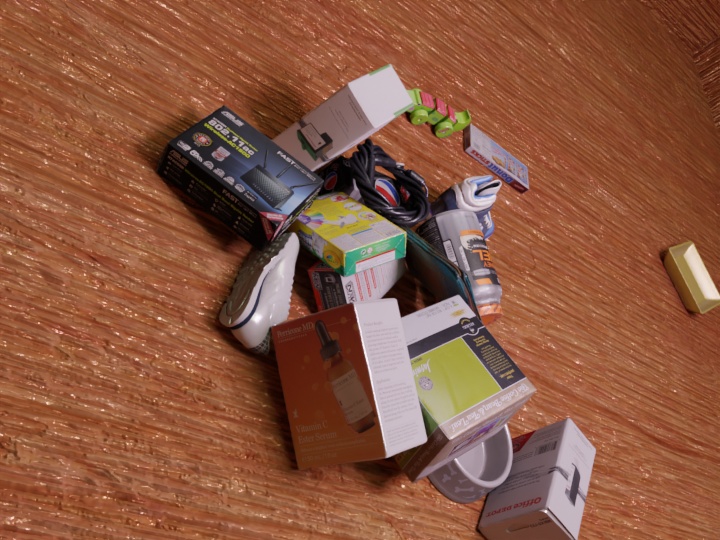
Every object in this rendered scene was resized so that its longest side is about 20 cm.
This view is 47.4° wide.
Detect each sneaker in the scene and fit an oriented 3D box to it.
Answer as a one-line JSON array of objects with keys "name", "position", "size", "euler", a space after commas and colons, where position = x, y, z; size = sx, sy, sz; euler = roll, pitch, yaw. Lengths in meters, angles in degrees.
[{"name": "sneaker", "position": [-0.132, 0.028, 1.180], "size": [0.081, 0.076, 0.201], "euler": [48, 46, -26]}, {"name": "sneaker", "position": [0.236, -0.122, 1.599], "size": [0.199, 0.146, 0.081], "euler": [10, 58, -43]}]

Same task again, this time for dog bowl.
[{"name": "dog bowl", "position": [0.173, 0.274, 1.344], "size": [0.199, 0.059, 0.201], "euler": [27, 49, -34]}]

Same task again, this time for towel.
[{"name": "towel", "position": [0.125, 0.008, 1.364], "size": [0.200, 0.022, 0.147], "euler": [43, -17, 44]}]

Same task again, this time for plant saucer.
[{"name": "plant saucer", "position": [0.936, 0.024, 2.330], "size": [0.199, 0.048, 0.201], "euler": [-12, 75, -49]}]

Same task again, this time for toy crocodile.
[{"name": "toy crocodile", "position": [0.151, -0.335, 1.715], "size": [0.199, 0.062, 0.068], "euler": [18, 54, -39]}]

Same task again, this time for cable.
[{"name": "cable", "position": [0.049, -0.146, 1.355], "size": [0.163, 0.051, 0.200], "euler": [48, 28, -6]}]

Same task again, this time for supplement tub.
[{"name": "supplement tub", "position": [0.180, 0.002, 1.478], "size": [0.122, 0.122, 0.202], "euler": [3, 64, -46]}]

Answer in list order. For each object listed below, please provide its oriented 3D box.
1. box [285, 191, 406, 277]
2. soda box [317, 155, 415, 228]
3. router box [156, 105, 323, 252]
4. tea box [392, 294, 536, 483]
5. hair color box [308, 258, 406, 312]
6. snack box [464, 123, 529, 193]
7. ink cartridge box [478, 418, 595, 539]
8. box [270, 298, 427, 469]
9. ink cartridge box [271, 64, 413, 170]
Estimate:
[{"name": "box", "position": [-0.034, -0.064, 1.261], "size": [0.117, 0.049, 0.200], "euler": [-18, 37, -29]}, {"name": "soda box", "position": [0.021, -0.129, 1.434], "size": [0.199, 0.071, 0.064], "euler": [17, 53, -40]}, {"name": "router box", "position": [-0.172, -0.138, 1.200], "size": [0.199, 0.062, 0.150], "euler": [37, 40, 1]}, {"name": "tea box", "position": [0.114, 0.171, 1.225], "size": [0.199, 0.134, 0.197], "euler": [-18, 59, -39]}, {"name": "hair color box", "position": [0.000, 0.000, 1.307], "size": [0.200, 0.061, 0.102], "euler": [-43, 127, -52]}, {"name": "snack box", "position": [0.310, -0.252, 1.861], "size": [0.199, 0.024, 0.072], "euler": [30, 46, -31]}, {"name": "ink cartridge box", "position": [0.292, 0.358, 1.347], "size": [0.084, 0.144, 0.200], "euler": [48, 40, -12]}, {"name": "box", "position": [-0.017, 0.153, 1.113], "size": [0.106, 0.151, 0.202], "euler": [-2, 77, -55]}, {"name": "ink cartridge box", "position": [-0.033, -0.242, 1.351], "size": [0.085, 0.199, 0.146], "euler": [57, 39, -6]}]
